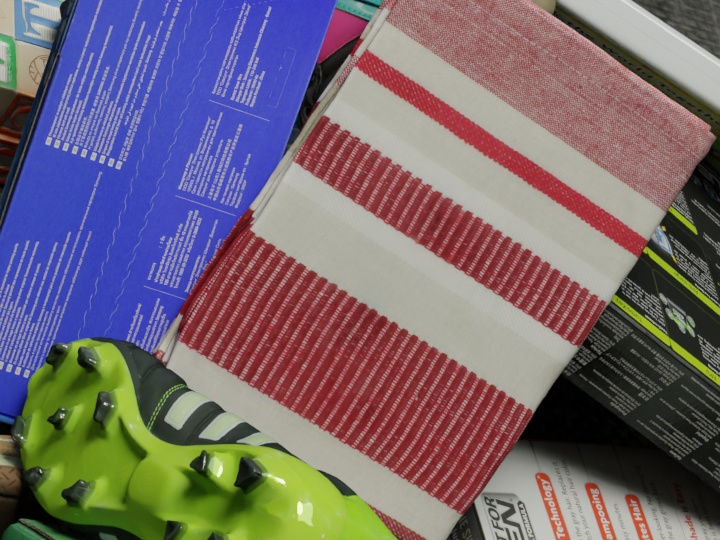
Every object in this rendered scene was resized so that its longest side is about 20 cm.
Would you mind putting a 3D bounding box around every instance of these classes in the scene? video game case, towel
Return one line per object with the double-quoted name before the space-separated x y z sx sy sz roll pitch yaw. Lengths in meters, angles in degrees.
"video game case" 0.099 -0.105 1.371 0.199 0.182 0.023 33 83 -11
"towel" 0.027 -0.006 1.131 0.144 0.201 0.023 32 3 -21

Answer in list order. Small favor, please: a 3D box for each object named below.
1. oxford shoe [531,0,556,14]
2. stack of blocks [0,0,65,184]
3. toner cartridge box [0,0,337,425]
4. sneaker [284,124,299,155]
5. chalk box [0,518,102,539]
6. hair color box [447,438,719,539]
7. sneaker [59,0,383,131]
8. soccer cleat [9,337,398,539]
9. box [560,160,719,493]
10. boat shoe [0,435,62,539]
"oxford shoe" -0.007 -0.101 1.272 0.071 0.199 0.074 29 63 -60
"stack of blocks" -0.163 -0.137 1.297 0.115 0.059 0.201 15 49 -27
"toner cartridge box" -0.085 -0.033 1.131 0.094 0.201 0.043 19 7 -11
"sneaker" 0.000 0.000 1.311 0.077 0.076 0.200 -35 79 -25
"chalk box" -0.068 0.166 1.041 0.199 0.124 0.126 12 93 -30
"hair color box" 0.117 0.132 1.286 0.199 0.061 0.102 7 53 -34
"sneaker" -0.026 -0.078 1.206 0.084 0.199 0.121 -22 100 -57
"soccer cleat" -0.057 0.077 1.045 0.081 0.068 0.200 28 -2 -35
"box" 0.120 -0.005 1.291 0.200 0.047 0.194 36 30 -38
"boat shoe" -0.114 0.093 1.151 0.199 0.072 0.076 18 31 -32
